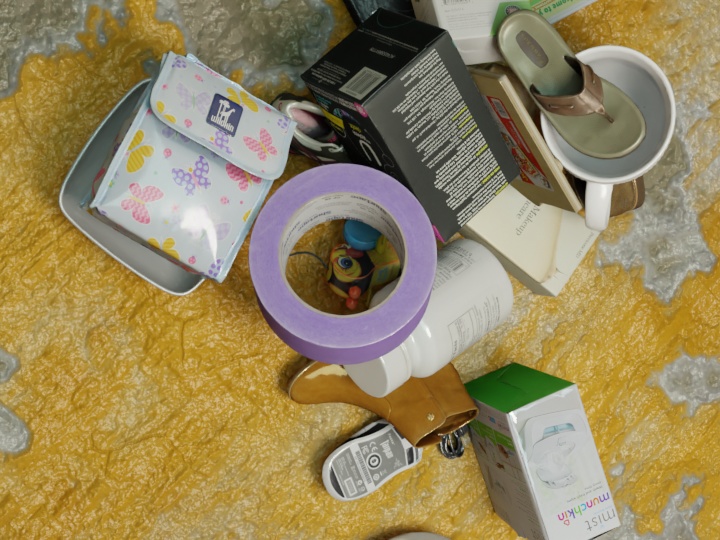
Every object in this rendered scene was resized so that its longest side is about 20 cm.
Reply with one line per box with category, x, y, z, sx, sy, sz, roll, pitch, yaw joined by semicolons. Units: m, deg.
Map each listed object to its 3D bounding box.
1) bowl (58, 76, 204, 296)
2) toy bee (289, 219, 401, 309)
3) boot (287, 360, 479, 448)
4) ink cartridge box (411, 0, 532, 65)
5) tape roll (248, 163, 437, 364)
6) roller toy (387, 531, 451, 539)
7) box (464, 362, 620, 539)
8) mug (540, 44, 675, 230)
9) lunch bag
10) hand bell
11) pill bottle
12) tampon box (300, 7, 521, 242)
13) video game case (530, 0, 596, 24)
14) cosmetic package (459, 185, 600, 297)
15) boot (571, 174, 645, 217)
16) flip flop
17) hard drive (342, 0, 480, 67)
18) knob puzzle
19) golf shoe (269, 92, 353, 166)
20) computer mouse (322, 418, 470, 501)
bowl;-0.223;-0.097;1.416;0.199;0.075;0.201;38;85;-13
toy bee;0.000;0.000;1.457;0.198;0.109;0.132;-20;141;-3
boot;0.028;0.152;1.454;0.199;0.145;0.071;-18;140;-16
ink cartridge box;0.115;-0.338;1.406;0.116;0.067;0.202;-8;72;-15
tape roll;-0.018;-0.006;1.322;0.197;0.085;0.203;0;74;0
roller toy;0.076;0.416;1.481;0.197;0.140;0.185;7;102;-16
box;0.204;0.219;1.470;0.096;0.200;0.178;-21;97;-11
mug;0.282;-0.147;1.421;0.146;0.175;0.203;6;94;12
lunch bag;-0.180;-0.115;1.326;0.169;0.127;0.202;32;80;-18
hand bell;0.113;-0.231;1.442;0.198;0.104;0.105;24;87;-2
pill bottle;0.073;0.057;1.427;0.199;0.114;0.115;-33;100;-30
tampon box;0.056;-0.160;1.363;0.126;0.150;0.201;-41;124;-11
video game case;0.177;-0.372;1.490;0.199;0.022;0.184;-29;99;-15
cosmetic package;0.181;-0.068;1.515;0.199;0.073;0.104;36;84;-12
boot;0.293;-0.163;1.530;0.075;0.073;0.202;-20;100;-26
flip flop;0.219;-0.198;1.312;0.081;0.058;0.200;-41;84;11
hard drive;0.061;-0.315;1.491;0.139;0.038;0.201;-31;99;-10
knob puzzle;0.160;-0.157;1.375;0.030;0.219;0.220;-39;101;-9
golf shoe;-0.021;-0.142;1.456;0.198;0.088;0.078;25;86;-15
computer mouse;0.037;0.210;1.512;0.198;0.044;0.111;-25;103;-17
